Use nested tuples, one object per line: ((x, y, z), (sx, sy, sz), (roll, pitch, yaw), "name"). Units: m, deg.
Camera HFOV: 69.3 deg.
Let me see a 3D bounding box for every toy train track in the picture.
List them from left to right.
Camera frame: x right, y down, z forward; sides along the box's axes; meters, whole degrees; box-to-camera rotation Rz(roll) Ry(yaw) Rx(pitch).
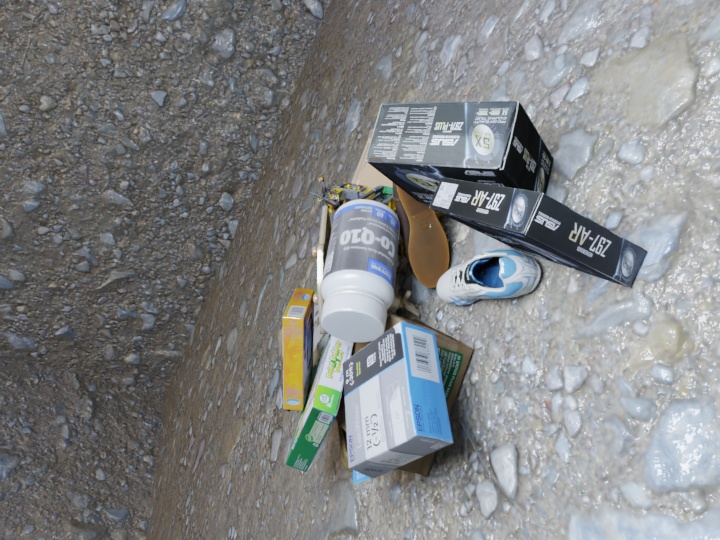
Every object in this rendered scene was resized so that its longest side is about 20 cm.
((0.061, 0.019, 0.921), (0.033, 0.114, 0.200), (-57, 5, 17), "toy train track")

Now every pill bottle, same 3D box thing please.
((0.000, 0.000, 0.805), (0.114, 0.113, 0.202), (-42, 32, 48), "pill bottle")

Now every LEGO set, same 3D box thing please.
((-0.004, -0.084, 0.960), (0.198, 0.116, 0.156), (23, 129, 29), "LEGO set")

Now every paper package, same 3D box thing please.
((0.056, 0.176, 0.803), (0.190, 0.102, 0.202), (21, 91, 65), "paper package")

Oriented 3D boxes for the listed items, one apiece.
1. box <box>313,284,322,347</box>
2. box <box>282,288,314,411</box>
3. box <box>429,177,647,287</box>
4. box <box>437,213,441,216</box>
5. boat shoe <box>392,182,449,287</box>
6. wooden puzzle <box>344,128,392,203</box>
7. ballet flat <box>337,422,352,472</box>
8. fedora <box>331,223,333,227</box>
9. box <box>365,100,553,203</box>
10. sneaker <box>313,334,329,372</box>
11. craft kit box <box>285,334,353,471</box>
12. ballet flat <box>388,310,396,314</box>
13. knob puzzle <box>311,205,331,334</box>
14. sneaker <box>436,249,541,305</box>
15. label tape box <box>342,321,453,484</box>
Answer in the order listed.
((-0.094, 0.114, 1.266), (0.145, 0.036, 0.202), (-53, 30, 35), "box")
((-0.109, 0.148, 0.924), (0.119, 0.041, 0.203), (-80, -9, -68), "box")
((0.193, -0.051, 0.602), (0.044, 0.159, 0.200), (-66, 25, 5), "box")
((0.153, -0.162, 0.872), (0.199, 0.041, 0.121), (167, 104, -65), "box")
((0.099, -0.074, 0.871), (0.070, 0.069, 0.203), (-136, 33, -80), "boat shoe")
((0.064, -0.161, 1.029), (0.183, 0.037, 0.202), (23, 96, 29), "wooden puzzle")
((-0.022, 0.271, 0.954), (0.201, 0.068, 0.064), (-97, 19, -48), "ballet flat")
((0.005, -0.115, 1.161), (0.201, 0.081, 0.203), (-47, 33, 44), "fedora")
((0.136, -0.150, 0.706), (0.198, 0.163, 0.087), (12, 83, 35), "box")
((-0.046, 0.159, 1.024), (0.201, 0.084, 0.075), (-58, 0, 45), "sneaker")
((-0.063, 0.203, 0.885), (0.199, 0.048, 0.201), (-71, 3, -48), "craft kit box")
((0.038, 0.097, 0.973), (0.063, 0.067, 0.203), (-4, 66, 35), "ballet flat")
((-0.069, 0.021, 0.923), (0.220, 0.030, 0.223), (0, -90, -87), "knob puzzle")
((0.163, 0.008, 0.735), (0.199, 0.072, 0.073), (-19, 57, 63), "sneaker")
((0.022, 0.179, 0.679), (0.200, 0.066, 0.145), (-40, 43, 39), "label tape box")
